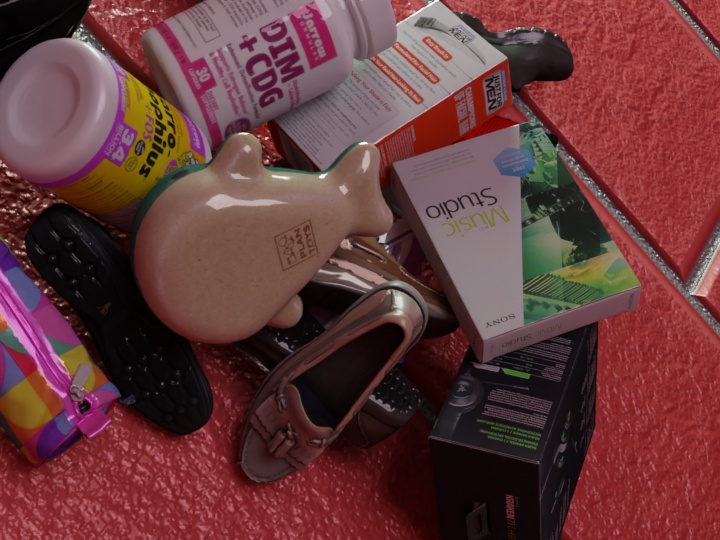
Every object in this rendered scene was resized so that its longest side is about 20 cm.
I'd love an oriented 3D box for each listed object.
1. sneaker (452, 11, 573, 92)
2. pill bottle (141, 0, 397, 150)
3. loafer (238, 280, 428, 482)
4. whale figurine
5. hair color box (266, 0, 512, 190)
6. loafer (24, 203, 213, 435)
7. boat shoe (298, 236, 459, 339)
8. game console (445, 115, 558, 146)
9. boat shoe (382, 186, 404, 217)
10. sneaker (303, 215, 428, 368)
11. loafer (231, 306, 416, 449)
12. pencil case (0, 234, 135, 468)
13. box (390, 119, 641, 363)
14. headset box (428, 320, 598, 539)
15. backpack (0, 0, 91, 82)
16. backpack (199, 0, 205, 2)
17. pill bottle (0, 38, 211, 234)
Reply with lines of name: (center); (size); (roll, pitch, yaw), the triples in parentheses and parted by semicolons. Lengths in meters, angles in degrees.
sneaker: (0.146, -0.214, 1.314); (0.197, 0.076, 0.092); (2, 74, -28)
pill bottle: (-0.076, -0.193, 1.044); (0.198, 0.113, 0.114); (-29, 83, -10)
loafer: (-0.028, 0.090, 0.922); (0.072, 0.200, 0.063); (41, 17, -5)
whale figurine: (-0.076, -0.034, 0.900); (0.198, 0.104, 0.161); (-26, 122, -17)
hair color box: (0.026, -0.148, 1.099); (0.199, 0.064, 0.111); (-34, 53, -12)
loafer: (-0.176, 0.034, 0.930); (0.202, 0.068, 0.070); (55, 11, -12)
boat shoe: (0.000, 0.000, 1.000); (0.198, 0.076, 0.073); (22, 62, -25)
game console: (0.138, -0.071, 1.205); (0.170, 0.120, 0.200); (20, 20, 8)
boat shoe: (0.040, -0.091, 1.181); (0.200, 0.073, 0.063); (46, 5, 1)
sneaker: (0.026, 0.024, 1.087); (0.199, 0.073, 0.115); (-31, 89, -30)
loafer: (-0.053, 0.082, 0.993); (0.199, 0.071, 0.073); (35, 27, 7)
pencil case: (-0.248, 0.041, 0.862); (0.201, 0.088, 0.088); (52, 47, 2)
box: (0.125, -0.030, 1.024); (0.142, 0.037, 0.202); (-18, 56, -11)
headset box: (0.132, 0.140, 1.023); (0.091, 0.176, 0.201); (10, 47, 20)
backpack: (-0.300, -0.188, 0.887); (0.199, 0.177, 0.152); (-28, 86, -36)
backpack: (-0.115, -0.346, 1.113); (0.145, 0.183, 0.203); (-4, 76, -28)
pill bottle: (-0.179, -0.088, 0.927); (0.200, 0.103, 0.106); (34, 40, -62)
